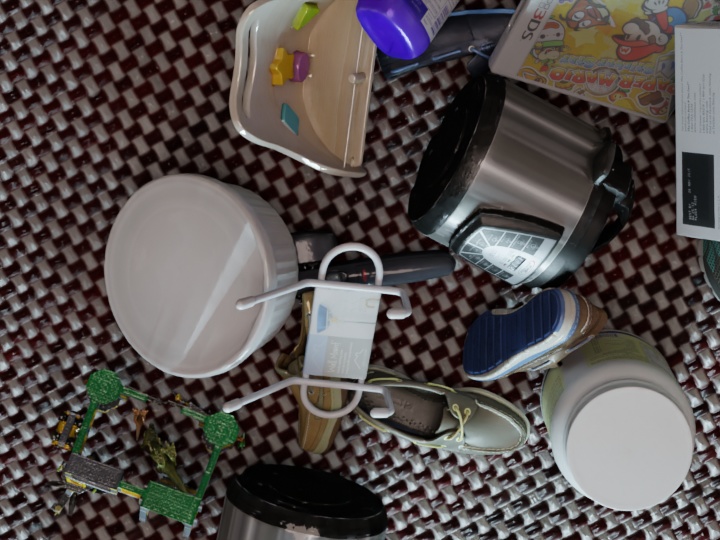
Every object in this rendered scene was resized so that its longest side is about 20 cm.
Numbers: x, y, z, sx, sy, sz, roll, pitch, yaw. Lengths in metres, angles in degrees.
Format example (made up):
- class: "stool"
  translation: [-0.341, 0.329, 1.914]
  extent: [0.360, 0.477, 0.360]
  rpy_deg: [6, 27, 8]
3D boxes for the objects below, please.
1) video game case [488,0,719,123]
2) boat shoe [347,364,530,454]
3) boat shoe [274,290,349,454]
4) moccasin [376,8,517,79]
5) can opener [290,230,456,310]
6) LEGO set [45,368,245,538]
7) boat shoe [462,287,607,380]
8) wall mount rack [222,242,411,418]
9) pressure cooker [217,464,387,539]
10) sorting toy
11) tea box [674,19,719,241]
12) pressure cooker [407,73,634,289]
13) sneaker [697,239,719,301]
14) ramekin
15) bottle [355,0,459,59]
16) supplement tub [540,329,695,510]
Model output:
- class: "video game case"
  translation: [0.248, -0.237, 1.622]
  extent: [0.198, 0.023, 0.183]
  rpy_deg: [14, 132, -18]
- class: "boat shoe"
  translation: [0.082, 0.154, 1.780]
  extent: [0.199, 0.060, 0.073]
  rpy_deg: [16, 101, -1]
- class: "boat shoe"
  translation: [-0.053, 0.101, 1.749]
  extent: [0.075, 0.072, 0.202]
  rpy_deg: [1, 119, -18]
- class: "moccasin"
  translation: [0.115, -0.224, 1.704]
  extent: [0.198, 0.080, 0.069]
  rpy_deg: [-2, 90, 16]
- class: "can opener"
  translation: [0.000, 0.000, 1.751]
  extent: [0.197, 0.063, 0.080]
  rpy_deg: [-2, 106, 2]
- class: "LEGO set"
  translation: [-0.226, 0.198, 1.793]
  extent: [0.198, 0.116, 0.156]
  rpy_deg: [13, 72, -5]
- class: "boat shoe"
  translation: [0.174, 0.074, 1.716]
  extent: [0.072, 0.200, 0.073]
  rpy_deg: [13, 71, -25]
- class: "wall mount rack"
  translation: [-0.044, 0.073, 1.654]
  extent: [0.172, 0.075, 0.202]
  rpy_deg: [5, 117, -9]
- class: "pressure cooker"
  translation: [-0.069, 0.319, 1.753]
  extent: [0.174, 0.179, 0.202]
  rpy_deg: [13, 99, 2]
- class: "sorting toy"
  translation: [-0.065, -0.196, 1.647]
  extent: [0.106, 0.179, 0.203]
  rpy_deg: [13, 101, 29]
- class: "tea box"
  translation: [0.406, -0.136, 1.592]
  extent: [0.195, 0.133, 0.203]
  rpy_deg: [-12, 105, -37]
- class: "pressure cooker"
  translation: [0.167, -0.080, 1.670]
  extent: [0.198, 0.176, 0.180]
  rpy_deg: [26, 100, -14]
- class: "sneaker"
  translation: [0.377, -0.039, 1.719]
  extent: [0.077, 0.091, 0.202]
  rpy_deg: [-17, 100, 6]
- class: "ramekin"
  translation: [-0.152, 0.003, 1.711]
  extent: [0.200, 0.094, 0.205]
  rpy_deg: [3, 95, 29]
- class: "bottle"
  translation: [0.075, -0.303, 1.655]
  extent: [0.201, 0.065, 0.084]
  rpy_deg: [-57, 134, -18]
- class: "supplement tub"
  translation: [0.258, 0.150, 1.703]
  extent: [0.143, 0.200, 0.147]
  rpy_deg: [0, 101, 2]
